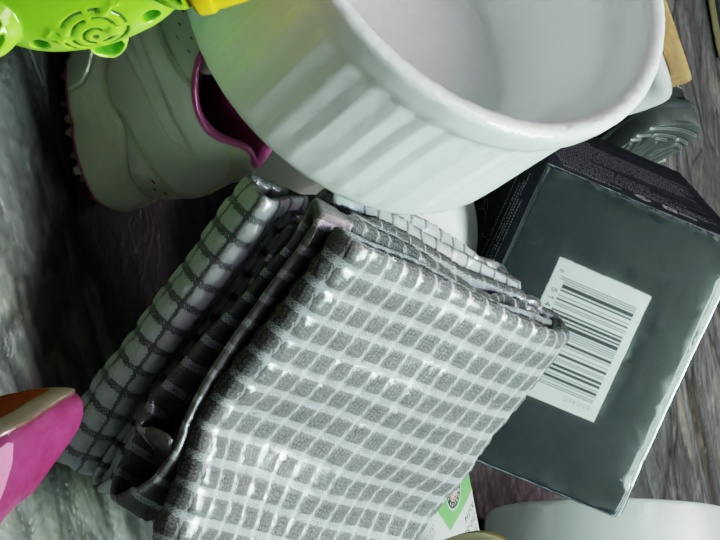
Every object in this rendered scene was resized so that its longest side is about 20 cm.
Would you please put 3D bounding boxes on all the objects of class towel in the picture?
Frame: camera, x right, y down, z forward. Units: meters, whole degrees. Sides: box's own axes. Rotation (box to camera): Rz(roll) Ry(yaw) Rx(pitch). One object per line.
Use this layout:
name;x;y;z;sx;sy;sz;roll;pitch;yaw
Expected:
towel;-0.014;0.054;1.260;0.166;0.086;0.200;-52;145;12

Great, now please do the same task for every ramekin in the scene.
ramekin;0.021;-0.121;1.210;0.200;0.098;0.201;21;51;-28

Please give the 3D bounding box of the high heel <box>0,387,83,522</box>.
high heel;-0.160;0.116;1.073;0.200;0.067;0.096;-34;111;-47

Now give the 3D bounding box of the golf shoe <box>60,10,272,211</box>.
golf shoe;-0.089;-0.125;1.241;0.075;0.091;0.201;-44;127;-59

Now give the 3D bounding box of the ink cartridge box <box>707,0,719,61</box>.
ink cartridge box;0.328;-0.284;2.312;0.200;0.075;0.165;-60;143;-52

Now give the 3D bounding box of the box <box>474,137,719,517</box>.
box;0.101;0.014;1.454;0.200;0.107;0.149;-103;-144;-77

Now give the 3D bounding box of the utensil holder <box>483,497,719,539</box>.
utensil holder;0.151;0.243;1.705;0.170;0.169;0.201;28;61;-65

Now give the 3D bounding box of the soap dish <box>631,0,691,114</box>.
soap dish;0.085;-0.163;1.605;0.200;0.157;0.081;64;16;-45

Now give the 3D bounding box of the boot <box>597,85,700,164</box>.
boot;0.113;-0.136;1.748;0.066;0.165;0.200;11;54;-49

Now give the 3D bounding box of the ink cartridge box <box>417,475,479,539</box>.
ink cartridge box;0.009;0.192;1.465;0.146;0.084;0.200;-53;136;-56

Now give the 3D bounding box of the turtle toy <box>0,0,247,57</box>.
turtle toy;-0.124;-0.173;1.119;0.101;0.145;0.200;-94;170;-60

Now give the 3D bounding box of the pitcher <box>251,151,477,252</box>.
pitcher;0.000;0.000;1.435;0.200;0.121;0.172;-54;148;-74

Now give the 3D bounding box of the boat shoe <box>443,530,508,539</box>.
boat shoe;0.002;0.190;1.334;0.063;0.200;0.073;35;-35;59
